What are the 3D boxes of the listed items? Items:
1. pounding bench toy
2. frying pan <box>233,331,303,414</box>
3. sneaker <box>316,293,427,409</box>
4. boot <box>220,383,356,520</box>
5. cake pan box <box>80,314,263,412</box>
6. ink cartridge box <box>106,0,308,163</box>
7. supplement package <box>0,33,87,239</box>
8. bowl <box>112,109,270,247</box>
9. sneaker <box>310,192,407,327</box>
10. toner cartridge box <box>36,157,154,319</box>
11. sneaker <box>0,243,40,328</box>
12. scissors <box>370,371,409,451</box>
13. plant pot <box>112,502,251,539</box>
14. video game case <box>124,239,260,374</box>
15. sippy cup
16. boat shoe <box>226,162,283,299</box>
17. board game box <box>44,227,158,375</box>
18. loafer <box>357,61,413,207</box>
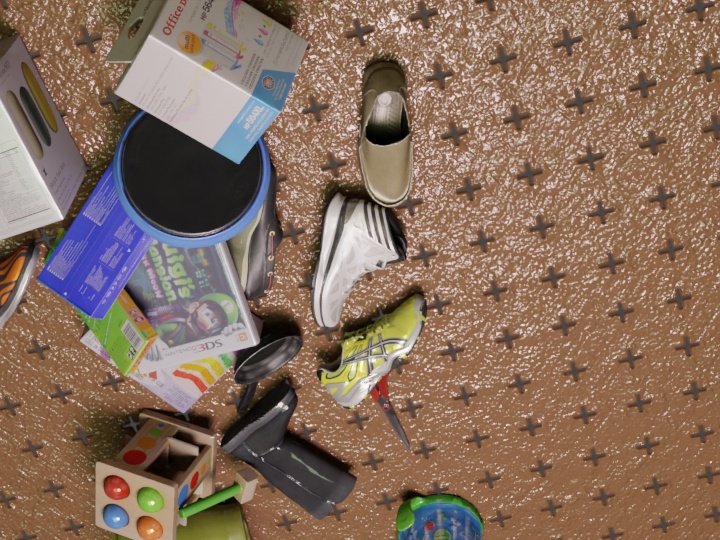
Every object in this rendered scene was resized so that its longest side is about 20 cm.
[{"bbox_3d":[-0.267,0.320,1.709,0.200,0.156,0.124,16,121,14],"label":"pounding bench toy"},{"bbox_3d":[-0.136,0.140,1.703,0.115,0.031,0.190,-28,159,-17],"label":"frying pan"},{"bbox_3d":[0.017,0.107,1.659,0.076,0.075,0.200,38,103,-12],"label":"sneaker"},{"bbox_3d":[-0.086,0.274,1.762,0.200,0.066,0.165,40,125,-14],"label":"boot"},{"bbox_3d":[-0.270,0.083,1.667,0.200,0.052,0.184,40,110,-19],"label":"cake pan box"},{"bbox_3d":[-0.189,-0.251,1.406,0.200,0.129,0.125,29,143,-17],"label":"ink cartridge box"},{"bbox_3d":[-0.465,-0.159,1.468,0.150,0.152,0.200,-17,118,9],"label":"supplement package"},{"bbox_3d":[-0.214,-0.129,1.488,0.200,0.039,0.201,1,86,-7],"label":"bowl"},{"bbox_3d":[0.000,0.000,1.590,0.115,0.076,0.201,14,118,9],"label":"sneaker"},{"bbox_3d":[-0.327,-0.045,1.532,0.095,0.043,0.200,34,91,13],"label":"toner cartridge box"},{"bbox_3d":[-0.528,0.024,1.617,0.112,0.078,0.200,31,115,-18],"label":"sneaker"},{"bbox_3d":[0.027,0.195,1.753,0.073,0.014,0.200,-9,121,3],"label":"scissors"},{"bbox_3d":[-0.262,0.446,1.810,0.192,0.200,0.201,-14,120,-6],"label":"plant pot"},{"bbox_3d":[-0.249,0.027,1.579,0.181,0.023,0.200,-15,101,17],"label":"video game case"},{"bbox_3d":[0.127,0.442,1.826,0.177,0.130,0.140,15,119,-7],"label":"sippy cup"},{"bbox_3d":[-0.141,-0.057,1.581,0.063,0.074,0.202,-6,116,-36],"label":"boat shoe"},{"bbox_3d":[-0.355,0.039,1.591,0.200,0.030,0.096,50,136,9],"label":"board game box"},{"bbox_3d":[0.030,-0.165,1.512,0.076,0.067,0.200,-5,120,3],"label":"loafer"}]
